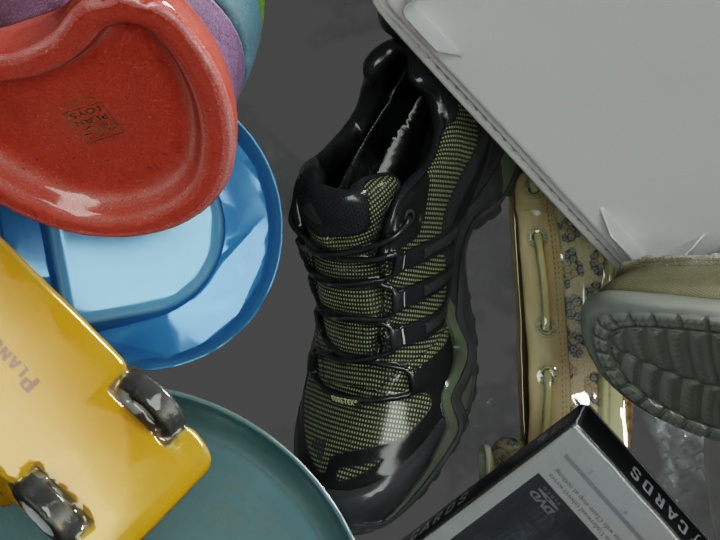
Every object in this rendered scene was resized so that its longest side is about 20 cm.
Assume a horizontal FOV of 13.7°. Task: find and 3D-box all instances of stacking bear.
[{"bbox_3d":[-0.088,-0.121,1.125,0.121,0.200,0.114,-15,134,23],"label":"stacking bear"}]

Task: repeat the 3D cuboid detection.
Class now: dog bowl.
[{"bbox_3d":[-0.131,-0.009,1.173,0.200,0.050,0.112,-10,90,-9],"label":"dog bowl"}]

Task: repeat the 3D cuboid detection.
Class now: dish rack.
[{"bbox_3d":[0.107,-0.083,1.092,0.172,0.044,0.200,-31,114,33],"label":"dish rack"}]

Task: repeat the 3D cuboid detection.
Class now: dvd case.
[{"bbox_3d":[0.063,0.162,1.158,0.200,0.025,0.150,-40,95,28],"label":"dvd case"}]

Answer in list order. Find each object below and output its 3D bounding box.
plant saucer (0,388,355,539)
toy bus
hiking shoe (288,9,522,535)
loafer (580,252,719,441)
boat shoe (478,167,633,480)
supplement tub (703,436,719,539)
[{"bbox_3d":[-0.088,0.143,1.160,0.200,0.027,0.200,1,93,11],"label":"plant saucer"},{"bbox_3d":[-0.148,0.023,1.099,0.200,0.078,0.065,45,73,-3],"label":"toy bus"},{"bbox_3d":[0.000,0.000,1.162,0.101,0.076,0.200,27,73,-50],"label":"hiking shoe"},{"bbox_3d":[0.182,0.020,1.112,0.200,0.075,0.070,4,48,10],"label":"loafer"},{"bbox_3d":[0.075,0.055,1.199,0.063,0.073,0.200,10,76,-3],"label":"boat shoe"},{"bbox_3d":[0.249,0.086,1.184,0.200,0.144,0.145,-12,91,-9],"label":"supplement tub"}]
